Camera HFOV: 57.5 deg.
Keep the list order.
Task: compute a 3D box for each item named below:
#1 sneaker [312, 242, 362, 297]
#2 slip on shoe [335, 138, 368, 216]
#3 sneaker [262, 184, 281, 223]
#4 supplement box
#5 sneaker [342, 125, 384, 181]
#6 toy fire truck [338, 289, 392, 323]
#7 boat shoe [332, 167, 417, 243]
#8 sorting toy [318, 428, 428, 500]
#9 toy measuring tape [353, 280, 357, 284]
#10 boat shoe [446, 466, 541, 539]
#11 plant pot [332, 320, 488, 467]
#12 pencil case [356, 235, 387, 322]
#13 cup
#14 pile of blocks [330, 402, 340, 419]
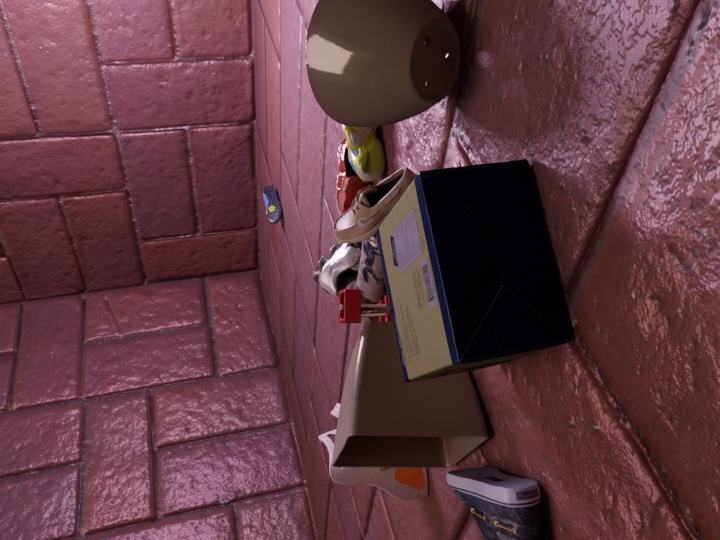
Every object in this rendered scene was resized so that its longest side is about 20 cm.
[{"bbox_3d":[-0.002,-0.037,1.244,0.088,0.074,0.202,40,99,41],"label":"sneaker"},{"bbox_3d":[-0.012,-0.172,1.330,0.061,0.072,0.206,163,104,-72],"label":"slip on shoe"},{"bbox_3d":[-0.356,-0.258,2.694,0.079,0.064,0.203,82,172,-52],"label":"sneaker"},{"bbox_3d":[0.118,0.010,0.763,0.200,0.131,0.205,130,131,-71],"label":"supplement box"},{"bbox_3d":[-0.007,-0.267,1.246,0.105,0.074,0.206,-179,82,-76],"label":"sneaker"},{"bbox_3d":[0.031,0.065,1.072,0.200,0.137,0.050,113,156,-81],"label":"toy fire truck"},{"bbox_3d":[0.019,-0.105,1.043,0.198,0.065,0.074,-23,43,40],"label":"boat shoe"},{"bbox_3d":[0.016,0.338,1.248,0.201,0.175,0.109,-121,27,-56],"label":"sorting toy"},{"bbox_3d":[0.000,0.000,1.342,0.199,0.072,0.076,-178,81,-71],"label":"toy measuring tape"},{"bbox_3d":[0.167,0.310,0.843,0.200,0.069,0.094,151,115,-73],"label":"boat shoe"},{"bbox_3d":[0.064,0.187,0.996,0.201,0.194,0.181,109,162,-61],"label":"plant pot"},{"bbox_3d":[0.038,-0.006,1.173,0.077,0.088,0.204,36,135,32],"label":"pencil case"},{"bbox_3d":[0.046,-0.279,0.854,0.142,0.198,0.205,24,125,42],"label":"cup"},{"bbox_3d":[-0.002,0.353,1.607,0.063,0.082,0.199,-57,14,-18],"label":"pile of blocks"}]
